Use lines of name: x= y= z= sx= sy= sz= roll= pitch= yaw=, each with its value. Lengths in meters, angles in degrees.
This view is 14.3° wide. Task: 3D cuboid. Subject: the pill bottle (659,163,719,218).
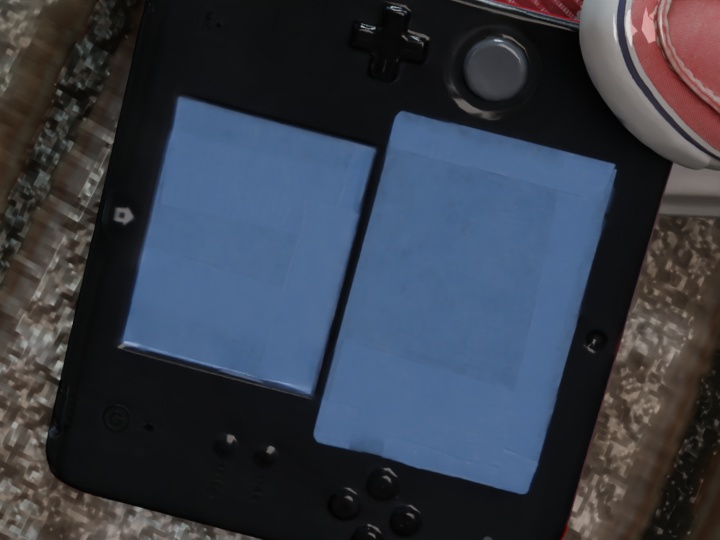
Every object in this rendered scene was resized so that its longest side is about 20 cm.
pill bottle: x=0.123 y=-0.121 z=0.999 sx=0.112 sy=0.112 sz=0.200 roll=4 pitch=86 yaw=-17

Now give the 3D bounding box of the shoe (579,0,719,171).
shoe: x=0.168 y=-0.053 z=0.904 sx=0.200 sy=0.091 sz=0.072 roll=23 pitch=76 yaw=-33

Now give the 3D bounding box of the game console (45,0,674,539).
game console: x=0.000 y=0.000 z=0.943 sx=0.177 sy=0.031 sz=0.200 roll=13 pitch=108 yaw=-4

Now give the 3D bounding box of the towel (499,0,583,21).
towel: x=0.019 y=-0.139 z=0.955 sx=0.200 sy=0.023 sz=0.144 roll=46 pitch=105 yaw=6
